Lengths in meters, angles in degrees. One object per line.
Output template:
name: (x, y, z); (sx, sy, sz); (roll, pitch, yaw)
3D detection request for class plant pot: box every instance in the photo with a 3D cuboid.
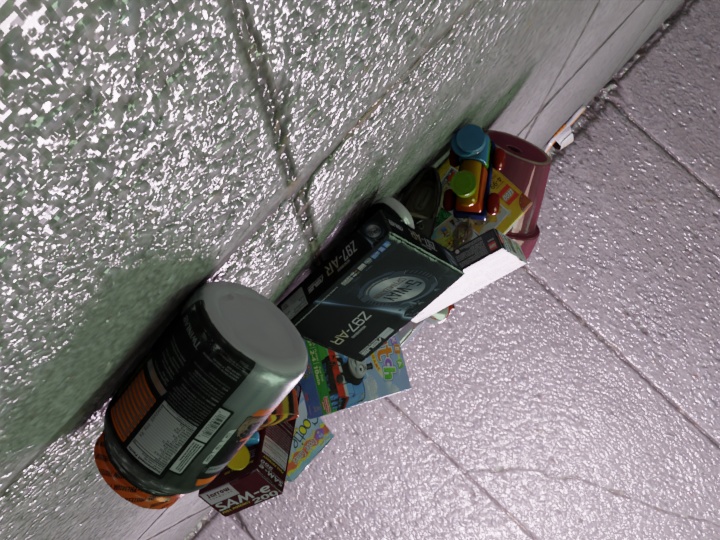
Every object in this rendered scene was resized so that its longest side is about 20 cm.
plant pot: (0.240, -0.138, 1.768); (0.200, 0.200, 0.179); (-36, 152, -62)

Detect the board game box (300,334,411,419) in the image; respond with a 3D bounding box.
board game box: (-0.015, 0.125, 1.507); (0.037, 0.152, 0.200); (-18, 174, 41)

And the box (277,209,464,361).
box: (0.013, 0.026, 1.322); (0.200, 0.044, 0.160); (-42, 138, 20)

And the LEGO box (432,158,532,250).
LEGO box: (0.150, -0.080, 1.617); (0.200, 0.149, 0.077); (-46, 174, -14)

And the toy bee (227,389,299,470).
toy bee: (-0.179, 0.199, 1.297); (0.109, 0.131, 0.200); (16, 126, -47)

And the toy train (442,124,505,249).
toy train: (0.158, -0.109, 1.487); (0.116, 0.084, 0.201); (42, 56, -72)

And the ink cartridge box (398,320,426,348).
ink cartridge box: (0.039, 0.072, 1.825); (0.084, 0.145, 0.200); (-49, 174, 12)

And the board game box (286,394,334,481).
board game box: (-0.152, 0.258, 1.582); (0.105, 0.103, 0.200); (-44, -165, -31)

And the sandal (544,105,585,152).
sandal: (0.707, -0.468, 3.420); (0.207, 0.059, 0.079); (-48, 174, 2)

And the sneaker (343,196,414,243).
sneaker: (0.000, -0.014, 1.349); (0.112, 0.073, 0.200); (-46, 175, -26)

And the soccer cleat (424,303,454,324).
soccer cleat: (0.080, 0.009, 1.669); (0.085, 0.200, 0.069); (17, 122, -46)

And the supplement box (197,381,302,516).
supplement box: (-0.149, 0.229, 1.397); (0.109, 0.061, 0.200); (-27, -148, 27)

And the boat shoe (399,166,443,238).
boat shoe: (0.071, -0.064, 1.454); (0.065, 0.073, 0.201); (82, 22, -58)

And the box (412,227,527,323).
box: (0.137, 0.011, 1.487); (0.200, 0.035, 0.110); (-30, 156, 19)

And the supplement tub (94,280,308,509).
supplement tub: (-0.150, 0.117, 0.917); (0.200, 0.122, 0.122); (-49, 174, 21)
